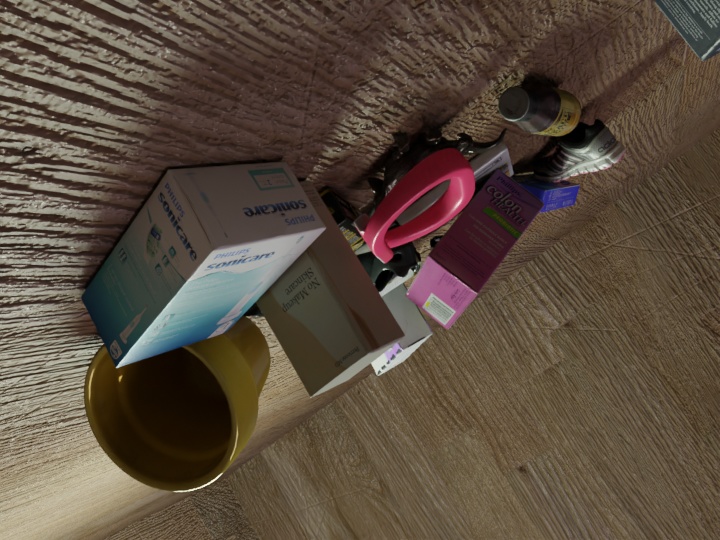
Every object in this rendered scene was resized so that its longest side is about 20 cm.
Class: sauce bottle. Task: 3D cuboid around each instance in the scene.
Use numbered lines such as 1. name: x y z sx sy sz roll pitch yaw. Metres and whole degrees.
1. sauce bottle: 0.233 -0.210 0.917 0.066 0.066 0.199 -41 165 32

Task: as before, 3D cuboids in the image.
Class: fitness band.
1. fitness band: 0.065 -0.072 0.798 0.143 0.038 0.200 -37 167 2

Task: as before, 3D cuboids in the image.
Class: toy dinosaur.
1. toy dinosaur: 0.078 -0.134 0.842 0.199 0.077 0.102 -36 180 -8

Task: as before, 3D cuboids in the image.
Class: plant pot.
1. plant pot: -0.206 0.139 0.881 0.200 0.201 0.189 -37 -178 20

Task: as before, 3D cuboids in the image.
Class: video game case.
1. video game case: 0.159 -0.125 1.150 0.199 0.023 0.182 -37 167 10

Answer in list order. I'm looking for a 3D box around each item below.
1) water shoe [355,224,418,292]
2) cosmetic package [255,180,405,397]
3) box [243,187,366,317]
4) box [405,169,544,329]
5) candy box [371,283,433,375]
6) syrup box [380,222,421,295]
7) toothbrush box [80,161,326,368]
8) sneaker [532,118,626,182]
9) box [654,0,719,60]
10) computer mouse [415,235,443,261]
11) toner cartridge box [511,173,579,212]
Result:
1. water shoe: 0.000 0.000 1.017 0.071 0.080 0.199 -22 179 -41
2. cosmetic package: -0.053 0.017 0.739 0.105 0.201 0.071 -42 164 35
3. box: -0.087 -0.015 0.892 0.199 0.050 0.160 -36 170 9
4. box: 0.182 -0.030 1.143 0.200 0.096 0.176 -50 172 -23
5. candy box: 0.039 0.087 1.309 0.071 0.169 0.200 -26 167 -19
6. syrup box: -0.004 0.015 1.135 0.199 0.079 0.081 -33 167 -1
7. toothbrush box: -0.151 -0.007 0.670 0.146 0.086 0.200 -16 160 -51
8. sneaker: 0.372 -0.216 1.240 0.074 0.088 0.199 -38 -167 -23
9. box: 0.467 -0.366 0.809 0.148 0.108 0.200 -30 168 -12
10. computer mouse: 0.108 -0.037 1.243 0.198 0.059 0.034 -17 139 -30
11. toner cartridge box: 0.335 -0.149 1.323 0.199 0.094 0.044 -15 122 -55
